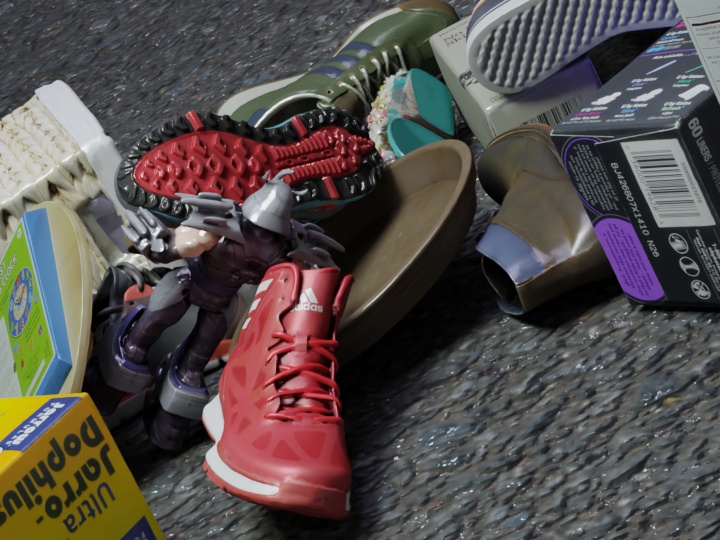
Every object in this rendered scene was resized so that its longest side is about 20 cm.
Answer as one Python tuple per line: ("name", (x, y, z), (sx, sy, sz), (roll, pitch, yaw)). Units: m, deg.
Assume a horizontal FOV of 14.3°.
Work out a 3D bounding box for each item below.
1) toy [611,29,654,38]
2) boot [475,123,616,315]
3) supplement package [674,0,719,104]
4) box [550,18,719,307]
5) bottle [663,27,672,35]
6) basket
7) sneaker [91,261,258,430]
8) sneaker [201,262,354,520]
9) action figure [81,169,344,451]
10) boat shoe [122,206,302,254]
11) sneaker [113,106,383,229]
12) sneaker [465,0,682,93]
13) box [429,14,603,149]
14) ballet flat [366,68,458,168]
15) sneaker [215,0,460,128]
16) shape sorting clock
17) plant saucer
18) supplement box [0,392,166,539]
("toy", (0.182, -0.192, 1.943), (0.115, 0.047, 0.200), (-30, 26, -1))
("boot", (0.094, -0.031, 1.713), (0.097, 0.075, 0.200), (-29, 22, -16))
("supplement package", (0.296, -0.109, 1.475), (0.147, 0.201, 0.191), (-7, 27, 43))
("box", (0.223, -0.081, 1.605), (0.200, 0.123, 0.106), (-40, 24, -31))
("bottle", (0.230, -0.135, 1.810), (0.083, 0.066, 0.200), (-6, 28, 48))
("basket", (-0.213, -0.033, 2.011), (0.123, 0.136, 0.200), (-32, 21, -4))
("sneaker", (-0.124, 0.025, 1.830), (0.200, 0.082, 0.077), (-35, 22, -21))
("sneaker", (-0.040, 0.058, 1.581), (0.078, 0.116, 0.200), (11, 11, -19))
("action figure", (-0.094, 0.011, 1.689), (0.200, 0.130, 0.070), (-52, 28, 30))
("boat shoe", (-0.091, -0.046, 1.891), (0.073, 0.063, 0.200), (-15, -6, 23))
("sneaker", (-0.078, -0.043, 1.769), (0.199, 0.080, 0.095), (-5, -26, -44))
("sneaker", (0.155, -0.186, 1.812), (0.199, 0.079, 0.080), (-23, 26, 10))
("box", (0.109, -0.121, 1.918), (0.082, 0.069, 0.200), (-26, 21, -2))
("ballet flat", (0.031, -0.076, 1.933), (0.064, 0.075, 0.200), (-53, 7, 20))
("sneaker", (-0.008, -0.123, 2.085), (0.199, 0.067, 0.090), (-27, 28, 1))
("shape sorting clock", (-0.202, 0.057, 1.752), (0.039, 0.201, 0.200), (8, 4, -28))
("plant saucer", (0.000, 0.000, 1.750), (0.200, 0.029, 0.200), (-41, 17, 15))
("supplement box", (-0.227, 0.146, 1.625), (0.199, 0.110, 0.109), (-6, 29, 43))
